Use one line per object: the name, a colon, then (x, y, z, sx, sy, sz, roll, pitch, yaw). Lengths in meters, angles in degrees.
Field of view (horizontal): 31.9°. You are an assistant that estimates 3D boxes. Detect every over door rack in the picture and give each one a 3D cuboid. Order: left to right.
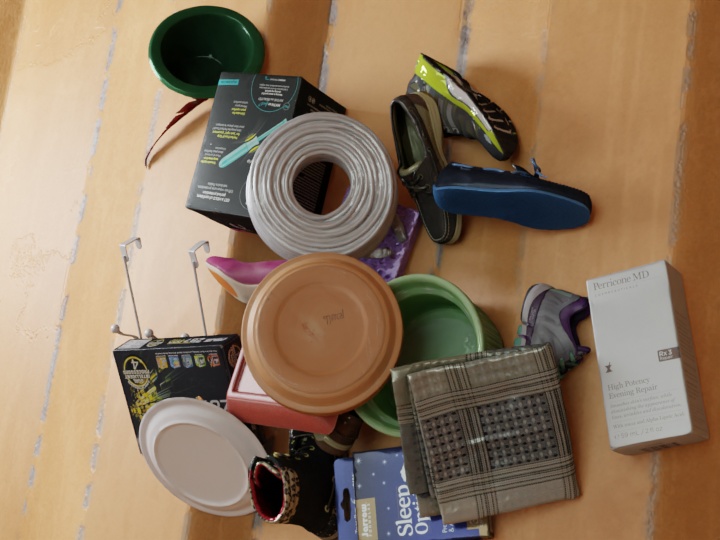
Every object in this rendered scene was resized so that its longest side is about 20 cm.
over door rack: (-0.285, 0.057, 1.797, 0.146, 0.066, 0.203, 5, 101, 32)

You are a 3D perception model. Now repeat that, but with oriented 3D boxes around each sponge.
sponge: (0.000, 0.000, 1.675, 0.110, 0.030, 0.202, 20, 87, 19)

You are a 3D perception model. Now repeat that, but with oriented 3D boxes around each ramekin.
ramekin: (0.083, 0.113, 1.564, 0.198, 0.097, 0.203, -10, 71, 30)

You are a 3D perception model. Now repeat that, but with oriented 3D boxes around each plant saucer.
plant saucer: (-0.087, 0.098, 1.602, 0.198, 0.037, 0.202, 1, 68, 44)
plant saucer: (-0.047, 0.074, 1.526, 0.197, 0.032, 0.203, -1, 73, 3)

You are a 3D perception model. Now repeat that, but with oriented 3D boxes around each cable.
cable: (-0.050, -0.103, 1.626, 0.197, 0.069, 0.203, -13, 82, -2)

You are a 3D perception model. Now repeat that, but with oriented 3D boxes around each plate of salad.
plate of salad: (-0.204, 0.245, 1.685, 0.198, 0.202, 0.048, -11, 27, 29)

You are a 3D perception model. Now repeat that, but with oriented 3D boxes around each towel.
towel: (0.142, 0.190, 1.457, 0.197, 0.035, 0.195, -10, 102, 8)

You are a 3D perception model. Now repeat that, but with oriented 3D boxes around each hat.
hat: (-0.247, -0.285, 1.938, 0.197, 0.177, 0.167, -8, 64, -10)

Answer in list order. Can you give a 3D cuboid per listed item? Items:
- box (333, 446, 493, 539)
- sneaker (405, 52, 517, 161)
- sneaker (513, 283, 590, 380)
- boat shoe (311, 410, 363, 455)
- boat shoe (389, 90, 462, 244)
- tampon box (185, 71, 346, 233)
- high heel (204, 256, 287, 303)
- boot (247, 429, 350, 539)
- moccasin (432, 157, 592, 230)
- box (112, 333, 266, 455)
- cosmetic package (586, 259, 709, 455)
box: (0.059, 0.277, 1.546, 0.197, 0.032, 0.123, -10, 71, 16)
sneaker: (0.129, -0.199, 1.654, 0.200, 0.073, 0.081, 49, 118, 35)
sneaker: (0.222, 0.116, 1.494, 0.087, 0.074, 0.203, 9, 80, 28)
boat shoe: (-0.039, 0.140, 1.630, 0.075, 0.074, 0.203, -54, 43, 28)
boat shoe: (0.077, -0.130, 1.628, 0.071, 0.065, 0.204, -13, 88, 50)
tampon box: (-0.130, -0.157, 1.760, 0.148, 0.126, 0.203, 10, 82, 33)
high heel: (-0.133, -0.001, 1.766, 0.199, 0.068, 0.096, 22, 64, 45)
boot: (-0.081, 0.234, 1.598, 0.073, 0.153, 0.206, -20, 66, 25)
moccasin: (0.190, -0.105, 1.557, 0.197, 0.081, 0.069, 12, 53, 10)
box: (-0.237, 0.173, 1.736, 0.198, 0.049, 0.163, -4, 108, 31)
cosmetic package: (0.325, 0.100, 1.433, 0.101, 0.074, 0.203, -16, 69, 27)
